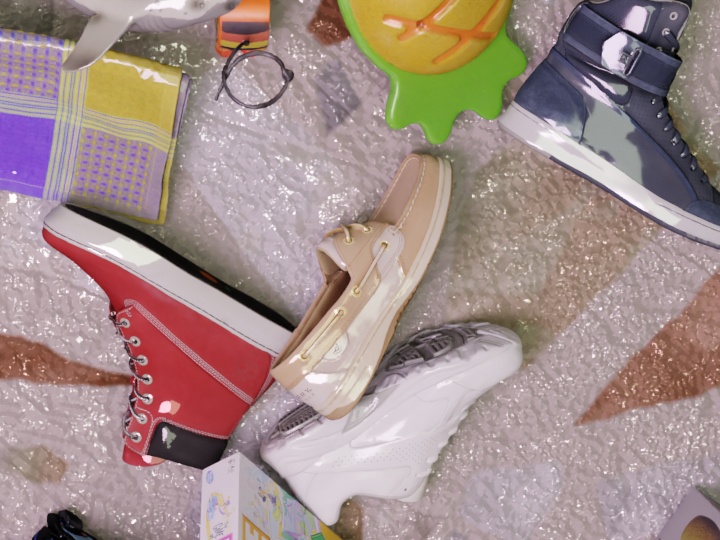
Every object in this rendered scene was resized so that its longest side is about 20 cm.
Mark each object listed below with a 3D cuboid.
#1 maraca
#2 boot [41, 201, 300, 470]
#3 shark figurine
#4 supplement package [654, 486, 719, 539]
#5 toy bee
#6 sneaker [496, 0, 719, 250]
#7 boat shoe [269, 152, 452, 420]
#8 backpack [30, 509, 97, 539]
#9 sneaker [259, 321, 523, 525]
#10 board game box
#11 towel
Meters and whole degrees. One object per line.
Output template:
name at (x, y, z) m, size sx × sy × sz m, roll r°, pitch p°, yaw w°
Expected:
maraca at (0.050, -0.184, 1.492) m, size 0.137 × 0.107 × 0.201 m, roll -24°, pitch 117°, yaw -17°
boot at (-0.158, 0.054, 1.519) m, size 0.200 × 0.072 × 0.145 m, roll 33°, pitch 96°, yaw -18°
shark figurine at (-0.178, -0.204, 1.445) m, size 0.214 × 0.089 × 0.128 m, roll 42°, pitch 90°, yaw 16°
supplement package at (0.266, 0.246, 1.530) m, size 0.109 × 0.200 × 0.114 m, roll 35°, pitch 93°, yaw -11°
toy bee at (-0.088, -0.193, 1.489) m, size 0.130 × 0.109 × 0.201 m, roll 20°, pitch 71°, yaw -1°
sneaker at (0.217, -0.111, 1.533) m, size 0.202 × 0.077 × 0.147 m, roll 31°, pitch 97°, yaw -8°
boat shoe at (0.000, 0.000, 1.510) m, size 0.069 × 0.074 × 0.201 m, roll 29°, pitch 74°, yaw -16°
backpack at (-0.165, 0.271, 1.490) m, size 0.182 × 0.200 × 0.135 m, roll 27°, pitch 95°, yaw -10°
sneaker at (0.034, 0.110, 1.558) m, size 0.199 × 0.078 × 0.100 m, roll -28°, pitch 107°, yaw 8°
board game box at (-0.055, 0.238, 1.471) m, size 0.034 × 0.201 × 0.134 m, roll -28°, pitch 130°, yaw 23°
towel at (-0.216, -0.100, 1.478) m, size 0.199 × 0.023 × 0.144 m, roll 13°, pitch 135°, yaw -8°
